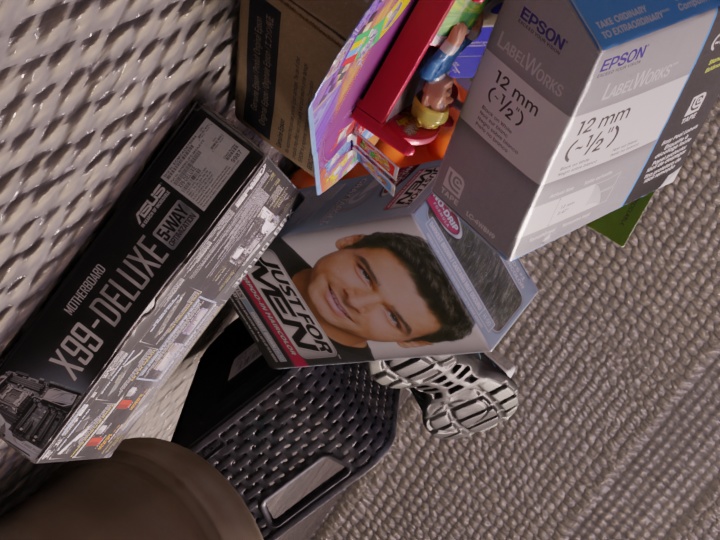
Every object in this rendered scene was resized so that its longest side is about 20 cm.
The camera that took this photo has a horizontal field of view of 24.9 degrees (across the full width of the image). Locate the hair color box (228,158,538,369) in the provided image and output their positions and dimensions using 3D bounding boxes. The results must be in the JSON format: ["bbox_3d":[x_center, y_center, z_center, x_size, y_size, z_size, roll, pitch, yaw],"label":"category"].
[{"bbox_3d":[0.000,0.000,0.998,0.200,0.099,0.061,-9,-150,47],"label":"hair color box"}]

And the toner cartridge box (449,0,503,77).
[{"bbox_3d":[0.091,-0.162,0.976,0.095,0.043,0.200,-50,-152,-18],"label":"toner cartridge box"}]

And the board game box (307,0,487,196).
[{"bbox_3d":[0.040,-0.104,0.789,0.158,0.039,0.200,-51,171,-11],"label":"board game box"}]

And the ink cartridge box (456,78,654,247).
[{"bbox_3d":[0.143,-0.130,1.208,0.148,0.200,0.076,-61,172,3],"label":"ink cartridge box"}]

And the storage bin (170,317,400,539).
[{"bbox_3d":[-0.051,0.089,1.182,0.135,0.094,0.200,-38,-165,18],"label":"storage bin"}]

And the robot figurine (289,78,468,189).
[{"bbox_3d":[0.024,-0.063,1.135,0.144,0.117,0.200,-44,162,-27],"label":"robot figurine"}]

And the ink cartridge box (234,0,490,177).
[{"bbox_3d":[0.022,-0.164,0.851,0.200,0.075,0.165,-50,170,-20],"label":"ink cartridge box"}]

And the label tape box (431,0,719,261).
[{"bbox_3d":[0.130,-0.114,0.807,0.143,0.066,0.200,-24,149,-38],"label":"label tape box"}]

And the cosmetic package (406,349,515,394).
[{"bbox_3d":[0.037,0.053,1.428,0.074,0.200,0.102,-54,172,3],"label":"cosmetic package"}]

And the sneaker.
[{"bbox_3d":[0.056,0.057,1.155,0.075,0.079,0.200,-25,146,12],"label":"sneaker"}]

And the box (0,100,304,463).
[{"bbox_3d":[-0.116,0.013,0.902,0.200,0.050,0.158,-53,173,0],"label":"box"}]

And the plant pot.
[{"bbox_3d":[-0.180,0.219,1.012,0.173,0.200,0.200,-11,140,-55],"label":"plant pot"}]
